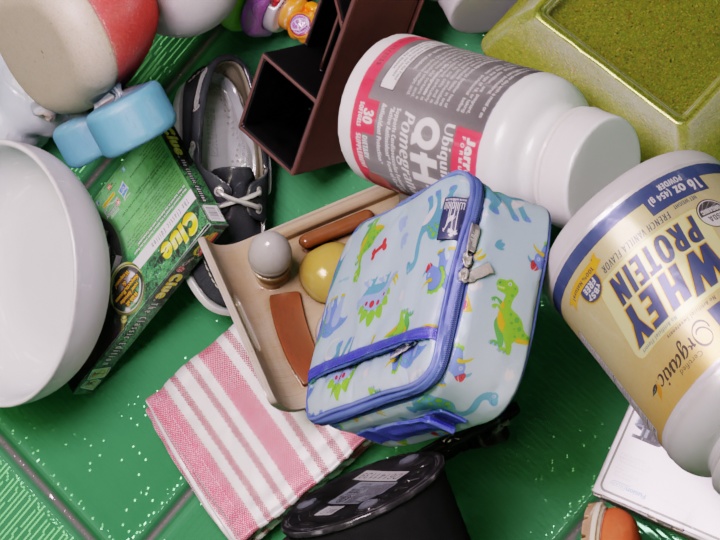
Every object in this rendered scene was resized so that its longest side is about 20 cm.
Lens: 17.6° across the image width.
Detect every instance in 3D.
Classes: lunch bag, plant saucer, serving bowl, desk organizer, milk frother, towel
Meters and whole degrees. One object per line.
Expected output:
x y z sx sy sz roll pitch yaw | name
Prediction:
0.041 0.032 1.533 0.200 0.082 0.161 -22 51 62 | lunch bag
0.217 -0.179 1.625 0.200 0.048 0.200 40 80 20 | plant saucer
-0.250 0.001 1.762 0.200 0.066 0.201 3 94 46 | serving bowl
-0.016 -0.171 1.691 0.072 0.077 0.201 42 129 28 | desk organizer
0.062 0.207 1.574 0.199 0.180 0.189 -26 101 -15 | milk frother
-0.050 0.093 1.713 0.200 0.030 0.147 -39 63 5 | towel

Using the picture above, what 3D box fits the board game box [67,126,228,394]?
-0.180 -0.008 1.760 0.200 0.023 0.105 -48 55 31 | board game box

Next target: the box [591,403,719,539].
0.250 0.085 1.560 0.116 0.060 0.201 20 83 28 | box

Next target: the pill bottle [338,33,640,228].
0.090 -0.089 1.595 0.200 0.111 0.111 20 83 40 | pill bottle

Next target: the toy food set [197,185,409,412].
0.000 0.000 1.670 0.199 0.060 0.144 -23 65 -7 | toy food set

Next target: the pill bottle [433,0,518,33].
0.063 -0.277 1.727 0.109 0.109 0.201 -30 65 13 | pill bottle

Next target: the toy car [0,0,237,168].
-0.159 -0.204 1.706 0.200 0.177 0.185 -31 99 -22 | toy car

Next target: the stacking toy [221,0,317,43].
-0.084 -0.219 1.792 0.200 0.110 0.116 36 91 17 | stacking toy

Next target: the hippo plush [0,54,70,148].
-0.275 -0.172 1.852 0.200 0.159 0.161 -39 91 20 | hippo plush

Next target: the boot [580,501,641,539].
0.206 0.242 1.525 0.107 0.075 0.201 -18 80 15 | boot

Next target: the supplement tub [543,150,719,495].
0.224 0.039 1.470 0.144 0.144 0.200 -41 63 8 | supplement tub

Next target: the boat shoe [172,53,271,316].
-0.103 -0.067 1.749 0.060 0.075 0.201 -40 56 53 | boat shoe
